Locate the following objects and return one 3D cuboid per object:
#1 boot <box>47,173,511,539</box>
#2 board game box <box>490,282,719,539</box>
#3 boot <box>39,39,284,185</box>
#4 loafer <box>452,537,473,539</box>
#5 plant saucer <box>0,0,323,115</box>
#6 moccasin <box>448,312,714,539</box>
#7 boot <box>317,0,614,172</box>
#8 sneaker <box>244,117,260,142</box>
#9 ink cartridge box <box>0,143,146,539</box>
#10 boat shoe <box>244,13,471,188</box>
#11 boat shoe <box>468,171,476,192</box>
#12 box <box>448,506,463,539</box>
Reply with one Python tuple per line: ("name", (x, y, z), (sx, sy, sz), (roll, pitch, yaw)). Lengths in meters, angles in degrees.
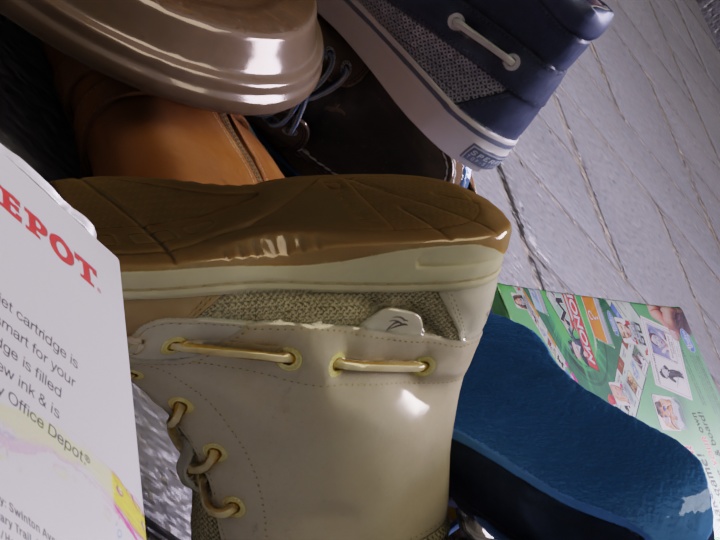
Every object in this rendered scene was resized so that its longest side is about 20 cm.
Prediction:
("boot", (-0.055, 0.050, 0.676), (0.073, 0.199, 0.156), (-131, -138, -56))
("board game box", (0.125, 0.102, 0.894), (0.134, 0.029, 0.201), (8, 53, -44))
("boot", (-0.080, -0.042, 0.786), (0.200, 0.077, 0.156), (15, 44, -61))
("loafer", (0.072, 0.171, 0.745), (0.072, 0.073, 0.200), (22, -22, 34))
("plant saucer", (-0.096, -0.134, 0.828), (0.200, 0.030, 0.200), (28, 26, -15))
("moccasin", (0.051, 0.073, 0.757), (0.200, 0.080, 0.068), (-138, -146, -58))
("boot", (0.021, -0.142, 0.922), (0.200, 0.090, 0.073), (48, 20, 19))
("sneaker", (0.000, 0.000, 0.938), (0.200, 0.081, 0.074), (50, 19, -26))
("ink cartridge box", (-0.122, 0.045, 0.492), (0.145, 0.084, 0.200), (46, 22, -41))
("boat shoe", (-0.037, -0.089, 0.942), (0.200, 0.072, 0.072), (37, 10, 1))
("boat shoe", (0.026, -0.017, 1.004), (0.070, 0.070, 0.201), (-22, 94, -36))
("box", (0.036, 0.064, 0.911), (0.200, 0.039, 0.041), (64, -4, -26))
